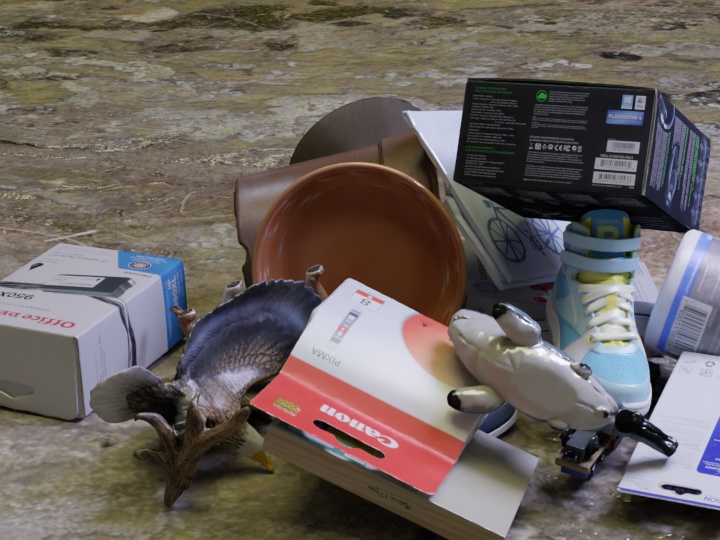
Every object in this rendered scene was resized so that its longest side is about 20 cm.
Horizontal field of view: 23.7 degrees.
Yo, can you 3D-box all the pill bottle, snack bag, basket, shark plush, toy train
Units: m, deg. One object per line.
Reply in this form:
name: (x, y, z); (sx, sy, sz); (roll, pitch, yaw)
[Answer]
pill bottle: (0.357, 0.051, 1.492); (0.199, 0.115, 0.114); (22, 27, 12)
snack bag: (0.128, -0.073, 1.627); (0.021, 0.201, 0.188); (-39, -15, 30)
basket: (0.013, -0.095, 1.859); (0.179, 0.137, 0.200); (-29, 18, 2)
shark plush: (0.161, 0.081, 1.348); (0.198, 0.092, 0.083); (16, 8, 7)
toy train: (0.208, 0.126, 1.445); (0.034, 0.046, 0.200); (18, 25, 22)

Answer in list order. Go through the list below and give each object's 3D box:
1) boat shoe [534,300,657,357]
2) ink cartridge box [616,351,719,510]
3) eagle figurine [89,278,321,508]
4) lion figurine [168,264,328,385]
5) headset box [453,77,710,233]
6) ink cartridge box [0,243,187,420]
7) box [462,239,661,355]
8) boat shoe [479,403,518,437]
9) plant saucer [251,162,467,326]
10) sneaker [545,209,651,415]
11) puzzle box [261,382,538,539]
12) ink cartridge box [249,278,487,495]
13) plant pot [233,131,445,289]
boat shoe: (0.203, 0.079, 1.551); (0.198, 0.071, 0.070); (-5, 46, -19)
ink cartridge box: (0.280, 0.139, 1.386); (0.099, 0.039, 0.200); (9, 34, 24)
eagle figurine: (-0.118, 0.103, 1.417); (0.150, 0.152, 0.200); (-6, 30, 18)
lion figurine: (-0.071, 0.069, 1.548); (0.199, 0.123, 0.073); (-7, 26, 28)
headset box: (0.200, -0.096, 1.505); (0.173, 0.094, 0.200); (6, -6, 27)
ink cartridge box: (-0.270, 0.052, 1.599); (0.143, 0.085, 0.200); (7, 23, 21)
box: (0.191, 0.024, 1.676); (0.198, 0.042, 0.156); (7, 21, -3)
boat shoe: (0.040, 0.115, 1.455); (0.198, 0.062, 0.075); (-6, 23, -12)
plant saucer: (0.000, 0.000, 1.571); (0.198, 0.202, 0.037); (3, 10, 9)
sneaker: (0.204, 0.026, 1.442); (0.079, 0.132, 0.200); (2, 30, -11)
puzzle box: (0.034, 0.143, 1.343); (0.199, 0.026, 0.133); (25, 27, 8)
ink cartridge box: (0.021, 0.086, 1.356); (0.161, 0.050, 0.200); (26, 22, 10)
plant pot: (-0.015, -0.029, 1.676); (0.196, 0.202, 0.201); (-9, 21, 2)
